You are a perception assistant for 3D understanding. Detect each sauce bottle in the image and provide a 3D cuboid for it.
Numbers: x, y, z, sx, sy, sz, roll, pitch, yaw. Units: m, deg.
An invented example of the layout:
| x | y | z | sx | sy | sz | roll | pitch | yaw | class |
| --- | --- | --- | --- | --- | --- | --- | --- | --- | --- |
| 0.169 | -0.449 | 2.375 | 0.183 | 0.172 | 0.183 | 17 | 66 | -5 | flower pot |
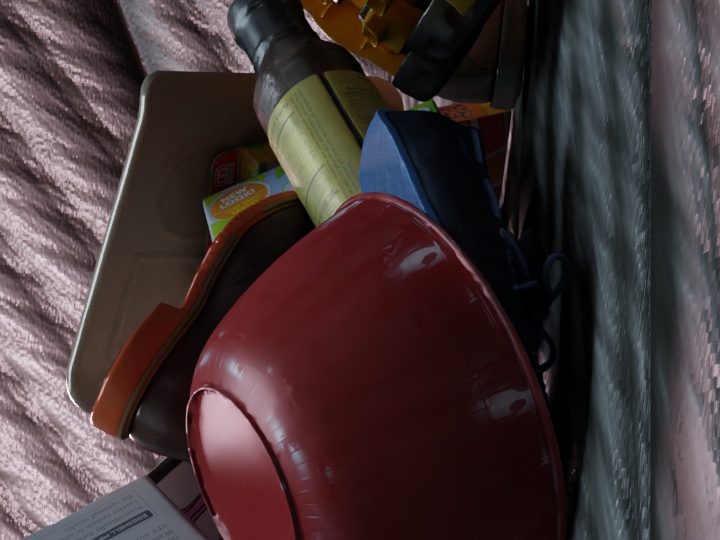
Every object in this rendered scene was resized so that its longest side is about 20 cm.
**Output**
| x | y | z | sx | sy | sz | roll | pitch | yaw | class |
| --- | --- | --- | --- | --- | --- | --- | --- | --- | --- |
| -0.015 | -0.073 | 1.533 | 0.065 | 0.064 | 0.200 | 97 | 155 | -43 | sauce bottle |

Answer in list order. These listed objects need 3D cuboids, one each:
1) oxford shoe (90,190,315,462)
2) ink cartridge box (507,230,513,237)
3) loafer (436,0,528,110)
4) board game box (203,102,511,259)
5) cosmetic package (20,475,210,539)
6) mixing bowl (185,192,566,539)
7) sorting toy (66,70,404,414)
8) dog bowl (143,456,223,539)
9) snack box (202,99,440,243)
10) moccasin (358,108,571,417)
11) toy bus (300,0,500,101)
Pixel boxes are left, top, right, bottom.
| x | y | z | sx | sy | sz | roll | pitch | yaw | class |
| --- | --- | --- | --- | --- | --- | --- | --- | --- | --- |
| -0.058 | 0.032 | 1.475 | 0.200 | 0.072 | 0.071 | -53 | -12 | -48 | oxford shoe |
| 0.042 | 0.086 | 1.675 | 0.117 | 0.067 | 0.201 | -88 | 3 | -49 | ink cartridge box |
| 0.066 | -0.184 | 1.730 | 0.072 | 0.062 | 0.201 | 97 | 177 | -58 | loafer |
| -0.002 | -0.037 | 1.723 | 0.030 | 0.199 | 0.096 | 37 | 130 | 46 | board game box |
| -0.080 | 0.239 | 1.388 | 0.200 | 0.122 | 0.200 | 40 | 151 | 51 | cosmetic package |
| -0.008 | 0.076 | 1.337 | 0.200 | 0.108 | 0.201 | 43 | 145 | 42 | mixing bowl |
| -0.074 | -0.018 | 1.717 | 0.036 | 0.184 | 0.201 | 34 | 117 | 45 | sorting toy |
| -0.105 | 0.151 | 1.565 | 0.200 | 0.074 | 0.200 | -41 | -1 | -1 | dog bowl |
| 0.000 | 0.000 | 1.574 | 0.200 | 0.141 | 0.053 | -108 | -5 | -59 | snack box |
| 0.059 | -0.001 | 1.388 | 0.081 | 0.068 | 0.201 | 117 | 144 | -50 | moccasin |
| 0.041 | -0.209 | 1.598 | 0.192 | 0.135 | 0.200 | -54 | -2 | -12 | toy bus |
